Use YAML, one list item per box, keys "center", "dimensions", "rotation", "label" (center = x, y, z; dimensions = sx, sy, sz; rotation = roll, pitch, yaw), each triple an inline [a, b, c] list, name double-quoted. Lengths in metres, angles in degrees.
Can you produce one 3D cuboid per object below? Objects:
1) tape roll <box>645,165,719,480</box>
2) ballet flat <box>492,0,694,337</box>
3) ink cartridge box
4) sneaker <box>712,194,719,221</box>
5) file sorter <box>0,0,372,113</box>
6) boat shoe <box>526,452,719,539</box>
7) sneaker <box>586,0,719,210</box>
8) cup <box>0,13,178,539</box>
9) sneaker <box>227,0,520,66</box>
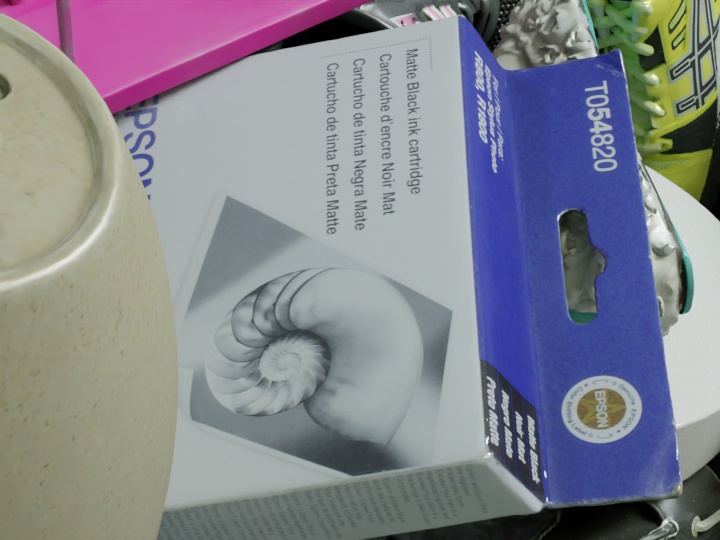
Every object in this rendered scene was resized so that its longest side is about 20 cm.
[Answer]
- center: [0.056, 0.008, 0.805]
  dimensions: [0.201, 0.037, 0.204]
  rotation: [9, 37, -7]
  label: "tape roll"
- center: [0.073, -0.050, 0.803]
  dimensions: [0.071, 0.072, 0.201]
  rotation: [23, 32, -26]
  label: "ballet flat"
- center: [0.000, 0.000, 0.718]
  dimensions: [0.041, 0.198, 0.201]
  rotation: [70, 13, -49]
  label: "ink cartridge box"
- center: [0.190, -0.087, 0.975]
  dimensions: [0.076, 0.202, 0.111]
  rotation: [16, 30, 32]
  label: "sneaker"
- center: [-0.093, -0.184, 0.758]
  dimensions: [0.138, 0.126, 0.201]
  rotation: [-25, 64, -19]
  label: "file sorter"
- center: [0.105, 0.098, 0.799]
  dimensions: [0.199, 0.070, 0.064]
  rotation: [-8, 100, -53]
  label: "boat shoe"
- center: [0.121, -0.099, 0.915]
  dimensions: [0.076, 0.075, 0.202]
  rotation: [-2, 100, -51]
  label: "sneaker"
- center: [-0.131, 0.009, 0.577]
  dimensions: [0.198, 0.144, 0.202]
  rotation: [14, 48, -16]
  label: "cup"
- center: [0.007, -0.093, 0.856]
  dimensions: [0.199, 0.081, 0.086]
  rotation: [-11, 40, -31]
  label: "sneaker"
